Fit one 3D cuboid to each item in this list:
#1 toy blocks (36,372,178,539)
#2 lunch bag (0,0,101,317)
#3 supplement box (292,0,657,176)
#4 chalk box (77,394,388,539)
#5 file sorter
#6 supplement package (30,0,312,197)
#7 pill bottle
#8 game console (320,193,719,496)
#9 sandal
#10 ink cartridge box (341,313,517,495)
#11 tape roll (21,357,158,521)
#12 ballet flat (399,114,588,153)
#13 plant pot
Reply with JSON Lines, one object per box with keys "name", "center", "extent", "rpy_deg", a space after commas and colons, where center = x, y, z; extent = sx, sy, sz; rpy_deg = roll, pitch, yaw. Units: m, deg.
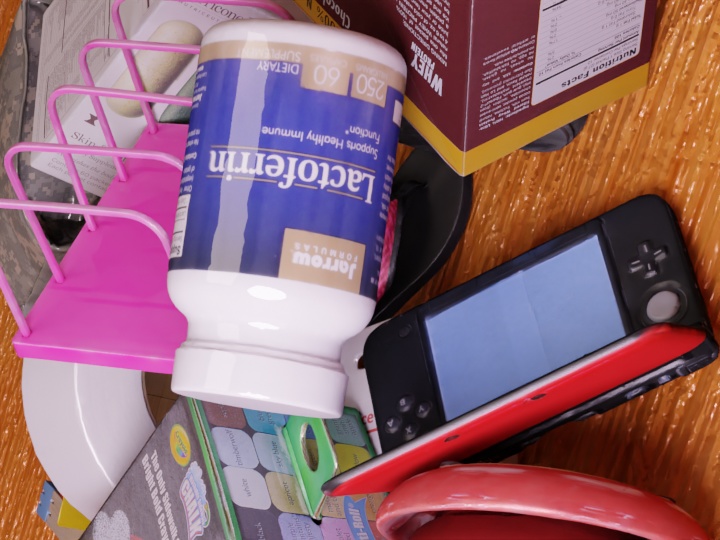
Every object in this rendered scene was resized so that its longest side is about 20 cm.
{"name": "toy blocks", "center": [-0.174, 0.120, 1.721], "extent": [0.137, 0.099, 0.201], "rpy_deg": [29, 105, 65]}
{"name": "lunch bag", "center": [-0.213, -0.076, 1.766], "extent": [0.164, 0.117, 0.201], "rpy_deg": [134, 140, -66]}
{"name": "supplement box", "center": [0.056, -0.203, 1.340], "extent": [0.197, 0.132, 0.201], "rpy_deg": [48, 153, 34]}
{"name": "chalk box", "center": [-0.058, 0.150, 1.401], "extent": [0.200, 0.123, 0.125], "rpy_deg": [-52, 41, 35]}
{"name": "file sorter", "center": [-0.120, -0.056, 1.431], "extent": [0.138, 0.126, 0.201], "rpy_deg": [5, 45, 25]}
{"name": "supplement package", "center": [-0.103, -0.152, 1.607], "extent": [0.200, 0.151, 0.151], "rpy_deg": [-46, 32, 37]}
{"name": "pill bottle", "center": [-0.042, -0.026, 1.311], "extent": [0.115, 0.115, 0.202], "rpy_deg": [-1, 80, 54]}
{"name": "game console", "center": [0.075, 0.036, 1.291], "extent": [0.199, 0.119, 0.173], "rpy_deg": [-26, 47, 16]}
{"name": "sandal", "center": [0.000, 0.000, 1.507], "extent": [0.200, 0.045, 0.075], "rpy_deg": [-54, 40, 3]}
{"name": "ink cartridge box", "center": [0.035, 0.133, 1.436], "extent": [0.116, 0.066, 0.202], "rpy_deg": [-21, 64, 51]}
{"name": "tape roll", "center": [-0.112, 0.072, 1.544], "extent": [0.071, 0.201, 0.204], "rpy_deg": [-11, 72, 52]}
{"name": "ballet flat", "center": [0.060, -0.107, 1.470], "extent": [0.199, 0.067, 0.057], "rpy_deg": [8, 61, 40]}
{"name": "plant pot", "center": [0.089, 0.204, 1.243], "extent": [0.200, 0.200, 0.184], "rpy_deg": [-15, 60, 51]}
